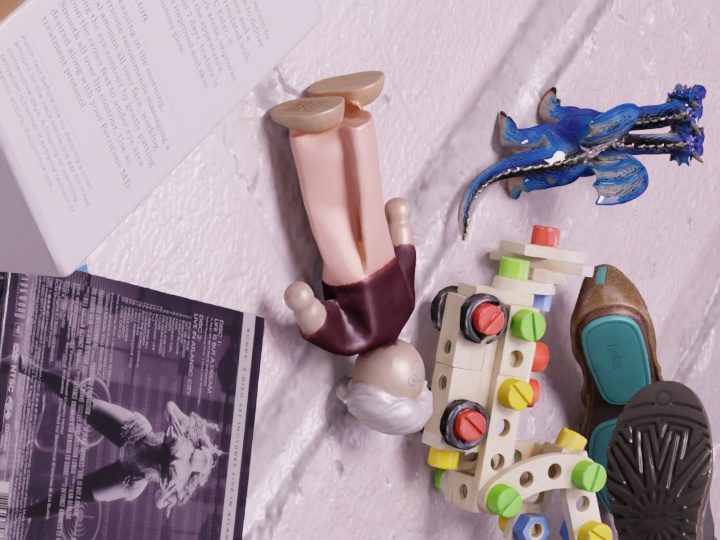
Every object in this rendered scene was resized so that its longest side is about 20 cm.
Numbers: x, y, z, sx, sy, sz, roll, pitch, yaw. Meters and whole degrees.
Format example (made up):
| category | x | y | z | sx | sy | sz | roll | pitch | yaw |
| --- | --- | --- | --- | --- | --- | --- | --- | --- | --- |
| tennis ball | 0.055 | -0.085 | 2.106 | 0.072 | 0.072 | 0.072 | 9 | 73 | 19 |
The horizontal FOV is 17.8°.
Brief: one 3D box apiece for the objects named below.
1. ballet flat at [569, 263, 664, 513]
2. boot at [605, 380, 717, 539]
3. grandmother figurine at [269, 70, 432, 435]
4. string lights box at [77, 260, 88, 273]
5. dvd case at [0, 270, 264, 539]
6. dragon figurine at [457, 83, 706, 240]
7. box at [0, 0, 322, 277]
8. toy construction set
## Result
| category | x | y | z | sx | sy | sz | roll | pitch | yaw |
| --- | --- | --- | --- | --- | --- | --- | --- | --- | --- |
| ballet flat | 0.170 | 0.074 | 1.501 | 0.073 | 0.067 | 0.201 | -88 | 165 | -48 |
| boot | 0.216 | 0.175 | 1.487 | 0.200 | 0.072 | 0.183 | 25 | 67 | -63 |
| grandmother figurine | 0.000 | 0.000 | 1.263 | 0.121 | 0.060 | 0.201 | -31 | 116 | -39 |
| string lights box | -0.165 | 0.074 | 1.040 | 0.103 | 0.059 | 0.201 | -28 | 116 | -50 |
| dvd case | -0.110 | 0.081 | 1.055 | 0.200 | 0.016 | 0.150 | 16 | 78 | -57 |
| dragon figurine | 0.141 | -0.073 | 1.412 | 0.200 | 0.099 | 0.059 | -28 | 116 | -49 |
| box | -0.140 | -0.101 | 0.975 | 0.200 | 0.152 | 0.107 | -50 | 131 | -39 |
| toy construction set | 0.097 | 0.067 | 1.374 | 0.130 | 0.092 | 0.201 | 8 | 79 | -30 |
